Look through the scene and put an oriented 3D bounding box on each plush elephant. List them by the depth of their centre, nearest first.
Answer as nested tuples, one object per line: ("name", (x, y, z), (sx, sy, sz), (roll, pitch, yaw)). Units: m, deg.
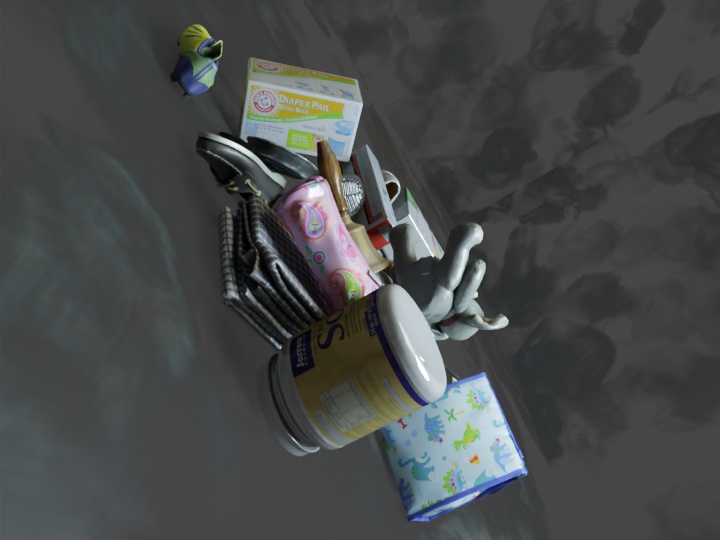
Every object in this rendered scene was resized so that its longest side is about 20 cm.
("plush elephant", (0.135, 0.039, 1.046), (0.153, 0.162, 0.206), (24, 67, -47))

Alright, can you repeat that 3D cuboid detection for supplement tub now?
("supplement tub", (-0.011, 0.122, 0.827), (0.147, 0.197, 0.147), (55, 16, -24))

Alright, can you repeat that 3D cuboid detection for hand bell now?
("hand bell", (-0.031, -0.092, 1.032), (0.104, 0.101, 0.205), (-49, 123, -75))

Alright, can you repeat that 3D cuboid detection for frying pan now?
("frying pan", (-0.150, -0.177, 1.016), (0.186, 0.032, 0.115), (22, -4, 11))

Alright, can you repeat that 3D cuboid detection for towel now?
("towel", (-0.105, 0.011, 0.932), (0.201, 0.084, 0.168), (50, 18, -42))

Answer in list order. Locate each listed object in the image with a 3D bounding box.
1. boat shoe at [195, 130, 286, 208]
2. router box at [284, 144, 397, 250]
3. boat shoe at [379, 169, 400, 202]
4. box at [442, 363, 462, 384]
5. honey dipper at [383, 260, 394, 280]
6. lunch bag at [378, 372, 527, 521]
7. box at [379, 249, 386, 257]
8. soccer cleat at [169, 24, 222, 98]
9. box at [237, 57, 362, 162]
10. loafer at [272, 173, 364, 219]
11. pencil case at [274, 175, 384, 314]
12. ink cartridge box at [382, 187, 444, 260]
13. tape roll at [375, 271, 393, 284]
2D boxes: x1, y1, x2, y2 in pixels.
("boat shoe", (-0.171, -0.135, 0.989), (0.070, 0.062, 0.201), (21, -5, 27))
("router box", (-0.036, -0.097, 1.178), (0.049, 0.176, 0.203), (47, 21, -43))
("boat shoe", (-0.006, -0.094, 1.234), (0.071, 0.199, 0.070), (48, 0, -26))
("box", (0.171, 0.301, 1.365), (0.193, 0.046, 0.206), (40, 44, -52))
("honey dipper", (0.000, 0.000, 1.166), (0.037, 0.196, 0.039), (-3, 94, -49))
("lunch bag", (0.147, 0.282, 1.110), (0.127, 0.197, 0.173), (33, 30, -60))
("box", (0.022, -0.008, 1.378), (0.188, 0.103, 0.200), (64, 15, 5))
("soccer cleat", (-0.240, -0.332, 1.066), (0.065, 0.082, 0.203), (51, 18, -34))
("box", (-0.105, -0.274, 1.182), (0.103, 0.194, 0.115), (-100, -159, -53))
("loafer", (-0.078, -0.100, 1.076), (0.070, 0.197, 0.075), (13, -57, 49))
("pencil case", (-0.035, -0.021, 0.907), (0.203, 0.086, 0.087), (60, 14, -4))
("ink cartridge box", (0.107, -0.036, 1.346), (0.202, 0.083, 0.146), (57, 15, -22))
("tape roll", (0.015, 0.121, 1.051), (0.205, 0.137, 0.204), (55, 16, -24))
